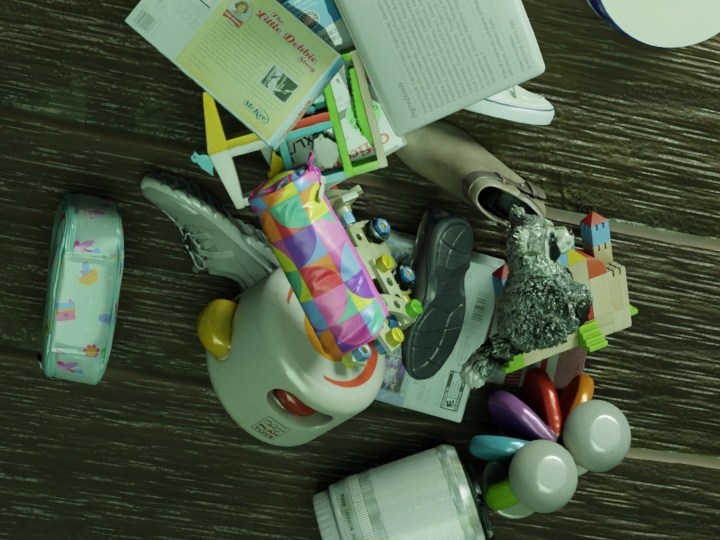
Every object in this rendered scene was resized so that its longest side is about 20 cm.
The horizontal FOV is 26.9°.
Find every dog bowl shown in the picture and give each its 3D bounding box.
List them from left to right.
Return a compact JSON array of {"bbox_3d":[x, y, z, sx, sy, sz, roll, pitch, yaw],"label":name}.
[{"bbox_3d":[0.342,-0.352,1.672,0.197,0.079,0.203,-3,110,-7],"label":"dog bowl"}]

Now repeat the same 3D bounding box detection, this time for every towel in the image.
[{"bbox_3d":[0.185,0.073,1.836,0.197,0.023,0.146,6,111,-8],"label":"towel"}]

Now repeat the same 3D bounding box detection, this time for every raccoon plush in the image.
[{"bbox_3d":[0.159,0.030,1.627,0.200,0.097,0.134,-44,114,2],"label":"raccoon plush"}]

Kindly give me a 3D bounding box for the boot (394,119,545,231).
[{"bbox_3d":[0.122,-0.106,1.693,0.198,0.146,0.071,23,106,-15],"label":"boot"}]

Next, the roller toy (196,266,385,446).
[{"bbox_3d":[-0.078,0.097,1.689,0.139,0.199,0.184,-32,81,37],"label":"roller toy"}]

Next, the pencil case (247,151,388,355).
[{"bbox_3d":[-0.042,-0.014,1.546,0.088,0.088,0.202,-25,103,2],"label":"pencil case"}]

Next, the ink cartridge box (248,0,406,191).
[{"bbox_3d":[-0.063,-0.205,1.632,0.145,0.146,0.201,-29,111,4],"label":"ink cartridge box"}]

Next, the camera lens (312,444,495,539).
[{"bbox_3d":[0.056,0.312,1.829,0.197,0.160,0.162,-18,111,-1],"label":"camera lens"}]

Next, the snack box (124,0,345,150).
[{"bbox_3d":[-0.126,-0.230,1.511,0.200,0.037,0.117,41,91,7],"label":"snack box"}]

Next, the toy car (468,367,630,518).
[{"bbox_3d":[0.215,0.199,1.804,0.199,0.175,0.151,-33,87,-16],"label":"toy car"}]

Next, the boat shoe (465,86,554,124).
[{"bbox_3d":[0.131,-0.227,1.697,0.199,0.075,0.087,16,104,-3],"label":"boat shoe"}]

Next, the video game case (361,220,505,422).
[{"bbox_3d":[0.060,0.061,1.785,0.179,0.046,0.203,15,107,-2],"label":"video game case"}]

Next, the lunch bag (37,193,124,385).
[{"bbox_3d":[-0.313,0.021,1.675,0.076,0.160,0.203,7,103,-16],"label":"lunch bag"}]

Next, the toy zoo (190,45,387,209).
[{"bbox_3d":[-0.081,-0.144,1.562,0.197,0.021,0.133,-15,112,0],"label":"toy zoo"}]

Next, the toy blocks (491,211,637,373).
[{"bbox_3d":[0.231,0.018,1.740,0.198,0.100,0.139,-19,112,-19],"label":"toy blocks"}]

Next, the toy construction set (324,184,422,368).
[{"bbox_3d":[0.000,0.000,1.662,0.091,0.130,0.203,-18,88,39],"label":"toy construction set"}]

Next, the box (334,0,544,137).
[{"bbox_3d":[0.068,-0.283,1.534,0.169,0.200,0.202,-21,115,8],"label":"box"}]

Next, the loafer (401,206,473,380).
[{"bbox_3d":[0.082,0.024,1.727,0.071,0.063,0.203,-1,114,-30],"label":"loafer"}]

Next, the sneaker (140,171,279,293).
[{"bbox_3d":[-0.176,-0.035,1.715,0.199,0.075,0.082,37,99,-19],"label":"sneaker"}]
